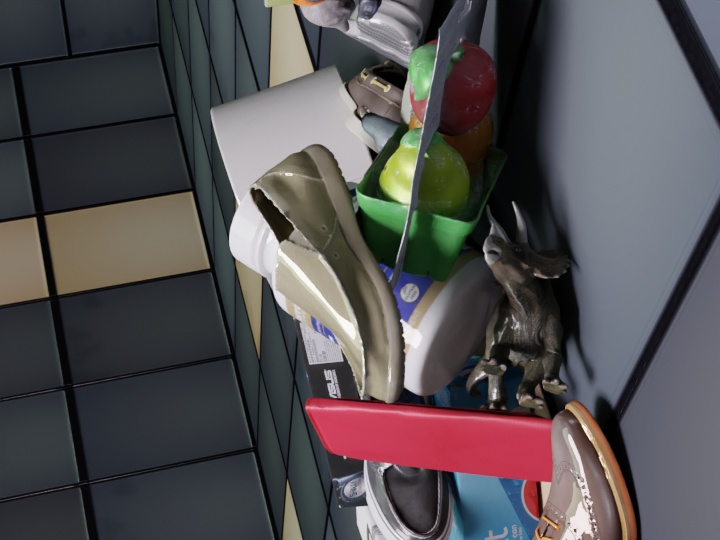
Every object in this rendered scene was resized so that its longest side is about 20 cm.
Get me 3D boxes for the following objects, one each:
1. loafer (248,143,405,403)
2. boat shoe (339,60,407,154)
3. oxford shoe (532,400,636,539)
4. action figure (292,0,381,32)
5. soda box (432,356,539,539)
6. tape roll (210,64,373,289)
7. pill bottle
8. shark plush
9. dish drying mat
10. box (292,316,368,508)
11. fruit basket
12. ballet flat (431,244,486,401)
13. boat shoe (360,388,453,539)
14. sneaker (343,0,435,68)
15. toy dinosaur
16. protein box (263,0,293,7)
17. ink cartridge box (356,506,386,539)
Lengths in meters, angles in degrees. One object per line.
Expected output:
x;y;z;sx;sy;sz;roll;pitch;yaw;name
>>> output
-0.024;0.007;0.960;0.076;0.068;0.201;94;157;-60;loafer
0.023;-0.158;1.287;0.060;0.072;0.200;-51;11;14;boat shoe
0.146;0.191;0.957;0.071;0.073;0.201;-154;55;-77;oxford shoe
-0.019;-0.283;1.080;0.200;0.104;0.194;-82;-2;-61;action figure
0.106;0.176;1.151;0.064;0.068;0.201;-130;32;-71;soda box
-0.056;-0.094;1.431;0.203;0.139;0.203;161;90;-89;tape roll
0.000;0.000;1.098;0.200;0.120;0.120;31;144;23;pill bottle
0.069;-0.087;1.125;0.083;0.091;0.201;-45;44;39;shark plush
0.060;0.126;1.053;0.077;0.199;0.018;69;-147;-43;dish drying mat
-0.006;0.089;1.272;0.160;0.043;0.201;-70;-29;-63;box
0.053;-0.105;0.983;0.185;0.093;0.201;-60;-23;-57;fruit basket
0.089;0.057;1.189;0.064;0.067;0.201;-62;-31;-61;ballet flat
0.036;0.131;1.134;0.066;0.070;0.201;91;174;-57;boat shoe
0.037;-0.226;1.198;0.082;0.075;0.200;-62;8;2;sneaker
0.118;0.045;1.010;0.200;0.077;0.103;82;-160;-63;toy dinosaur
-0.043;-0.380;1.229;0.200;0.134;0.199;94;162;-49;protein box
0.065;0.246;1.296;0.200;0.115;0.067;-112;16;-49;ink cartridge box
